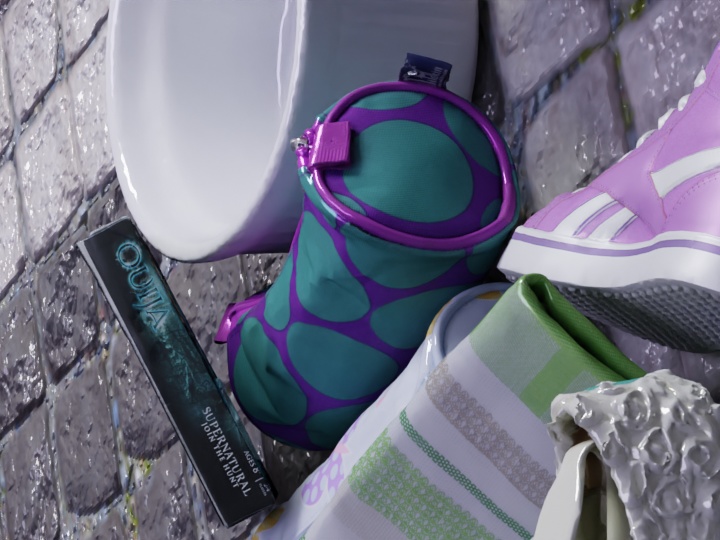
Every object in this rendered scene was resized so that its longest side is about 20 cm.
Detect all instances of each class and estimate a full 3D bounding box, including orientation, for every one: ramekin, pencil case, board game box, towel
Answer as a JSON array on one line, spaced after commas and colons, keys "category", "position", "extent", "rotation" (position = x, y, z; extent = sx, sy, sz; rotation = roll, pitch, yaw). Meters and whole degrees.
[{"category": "ramekin", "position": [-0.030, -0.101, 1.276], "extent": [0.200, 0.097, 0.201], "rotation": [-9, 80, 61]}, {"category": "pencil case", "position": [0.025, 0.086, 1.163], "extent": [0.200, 0.090, 0.083], "rotation": [-50, 45, 46]}, {"category": "pencil case", "position": [0.000, 0.000, 1.176], "extent": [0.200, 0.092, 0.085], "rotation": [115, 178, -59]}, {"category": "board game box", "position": [-0.078, 0.047, 1.275], "extent": [0.136, 0.028, 0.200], "rotation": [62, 176, 2]}, {"category": "towel", "position": [0.065, 0.106, 1.062], "extent": [0.149, 0.031, 0.200], "rotation": [41, 136, 4]}]

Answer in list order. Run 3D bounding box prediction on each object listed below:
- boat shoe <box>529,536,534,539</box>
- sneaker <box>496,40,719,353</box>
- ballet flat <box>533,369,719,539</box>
[{"category": "boat shoe", "position": [0.019, 0.149, 1.055], "extent": [0.200, 0.074, 0.065], "rotation": [-33, 99, 26]}, {"category": "sneaker", "position": [0.124, -0.033, 1.037], "extent": [0.200, 0.072, 0.115], "rotation": [-1, 67, 67]}, {"category": "ballet flat", "position": [0.082, 0.130, 0.929], "extent": [0.072, 0.072, 0.201], "rotation": [-22, 63, 59]}]
